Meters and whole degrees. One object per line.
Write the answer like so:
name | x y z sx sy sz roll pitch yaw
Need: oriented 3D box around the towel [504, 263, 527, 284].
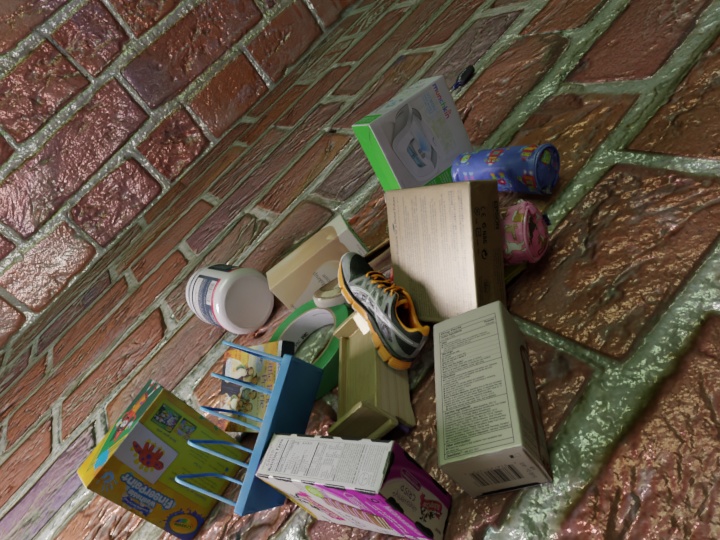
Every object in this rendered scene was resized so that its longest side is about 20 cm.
towel | 0.191 -0.027 0.868 0.086 0.018 0.200 -44 32 7

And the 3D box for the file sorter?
file sorter | -0.154 0.214 0.737 0.121 0.139 0.203 13 76 18

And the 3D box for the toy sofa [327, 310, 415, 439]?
toy sofa | 0.014 0.160 0.777 0.083 0.097 0.201 -45 28 30

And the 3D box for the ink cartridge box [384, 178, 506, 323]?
ink cartridge box | 0.124 -0.026 0.770 0.074 0.203 0.164 -12 10 -40

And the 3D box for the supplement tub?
supplement tub | -0.298 0.059 1.170 0.199 0.141 0.141 7 55 51

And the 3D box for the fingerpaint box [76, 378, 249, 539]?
fingerpaint box | -0.304 0.302 0.826 0.073 0.200 0.168 5 54 50

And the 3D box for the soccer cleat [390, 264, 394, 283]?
soccer cleat | 0.096 -0.037 0.903 0.066 0.076 0.202 -8 53 42

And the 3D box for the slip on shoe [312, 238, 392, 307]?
slip on shoe | 0.000 0.000 0.944 0.198 0.061 0.076 -24 24 -4

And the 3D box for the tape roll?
tape roll | -0.090 0.140 0.936 0.199 0.048 0.202 -28 34 21

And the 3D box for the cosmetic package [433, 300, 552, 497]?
cosmetic package | 0.152 0.149 0.626 0.102 0.087 0.202 -24 37 27

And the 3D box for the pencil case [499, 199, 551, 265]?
pencil case | 0.188 -0.053 0.807 0.198 0.083 0.087 -4 52 48

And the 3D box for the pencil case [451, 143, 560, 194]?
pencil case | 0.254 -0.173 0.909 0.199 0.087 0.079 12 63 54

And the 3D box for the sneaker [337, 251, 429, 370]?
sneaker | 0.037 0.046 0.784 0.077 0.078 0.201 -48 64 32

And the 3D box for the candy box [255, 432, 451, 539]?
candy box | -0.011 0.258 0.624 0.198 0.137 0.061 -11 41 40

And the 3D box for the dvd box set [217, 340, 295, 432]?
dvd box set | -0.183 0.204 0.897 0.199 0.029 0.149 -16 66 46

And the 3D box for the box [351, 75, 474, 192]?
box | 0.110 -0.235 1.000 0.175 0.202 0.097 -34 23 -11

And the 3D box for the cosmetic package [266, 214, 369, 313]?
cosmetic package | -0.082 -0.007 1.054 0.199 0.105 0.071 -39 32 7

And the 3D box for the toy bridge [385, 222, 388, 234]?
toy bridge | 0.128 -0.093 1.003 0.198 0.027 0.068 -13 42 38

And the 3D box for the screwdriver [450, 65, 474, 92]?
screwdriver | 0.227 -0.456 1.332 0.029 0.028 0.200 36 74 28
